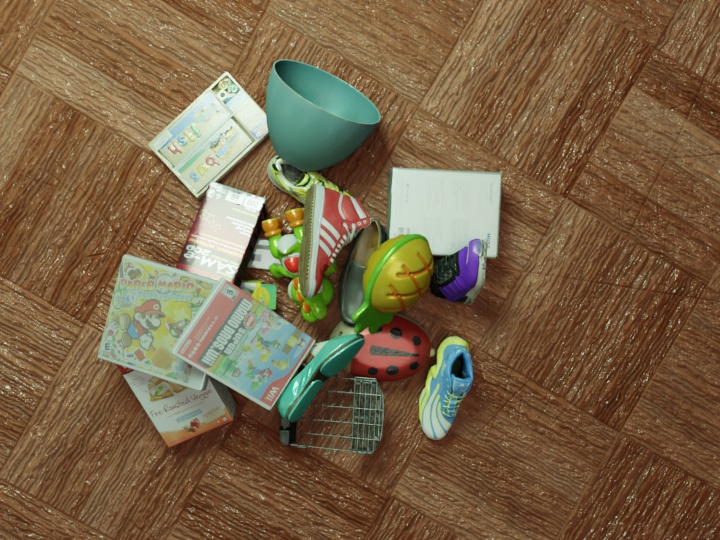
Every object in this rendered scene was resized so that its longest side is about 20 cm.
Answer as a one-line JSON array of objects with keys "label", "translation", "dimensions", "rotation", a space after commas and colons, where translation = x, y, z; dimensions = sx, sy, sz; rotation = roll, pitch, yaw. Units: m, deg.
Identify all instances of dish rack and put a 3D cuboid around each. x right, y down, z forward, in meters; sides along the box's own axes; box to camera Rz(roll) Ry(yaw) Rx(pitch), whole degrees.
[{"label": "dish rack", "translation": [-0.055, 0.258, 1.122], "dimensions": [0.199, 0.055, 0.154], "rotation": [4, 94, 8]}]

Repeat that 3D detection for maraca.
[{"label": "maraca", "translation": [0.053, 0.025, 1.043], "dimensions": [0.107, 0.137, 0.200], "rotation": [40, 107, 35]}]

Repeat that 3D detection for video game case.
[{"label": "video game case", "translation": [-0.329, 0.086, 1.018], "dimensions": [0.199, 0.023, 0.183], "rotation": [15, 91, 12]}, {"label": "video game case", "translation": [-0.189, 0.124, 1.007], "dimensions": [0.200, 0.017, 0.143], "rotation": [38, 80, -27]}]

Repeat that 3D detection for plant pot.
[{"label": "plant pot", "translation": [-0.083, -0.253, 1.059], "dimensions": [0.200, 0.200, 0.135], "rotation": [28, 120, -4]}]

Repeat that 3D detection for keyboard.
[{"label": "keyboard", "translation": [-0.196, -0.032, 1.141], "dimensions": [0.199, 0.011, 0.057], "rotation": [6, 98, -3]}]

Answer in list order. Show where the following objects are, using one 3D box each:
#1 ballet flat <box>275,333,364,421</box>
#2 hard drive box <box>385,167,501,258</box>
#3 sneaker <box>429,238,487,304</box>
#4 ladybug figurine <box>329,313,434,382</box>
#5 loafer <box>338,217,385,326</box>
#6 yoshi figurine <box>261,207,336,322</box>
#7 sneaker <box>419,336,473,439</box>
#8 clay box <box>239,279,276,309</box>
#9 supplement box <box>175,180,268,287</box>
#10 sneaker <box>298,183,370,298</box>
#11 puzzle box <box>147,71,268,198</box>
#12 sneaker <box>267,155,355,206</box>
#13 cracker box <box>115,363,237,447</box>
[{"label": "ballet flat", "translation": [-0.080, 0.171, 1.069], "dimensions": [0.200, 0.067, 0.070], "rotation": [-48, 60, -2]}, {"label": "hard drive box", "translation": [0.150, -0.104, 1.120], "dimensions": [0.199, 0.077, 0.157], "rotation": [3, 93, -3]}, {"label": "sneaker", "translation": [0.163, 0.005, 1.075], "dimensions": [0.099, 0.200, 0.070], "rotation": [9, 64, 3]}, {"label": "ladybug figurine", "translation": [0.041, 0.143, 1.130], "dimensions": [0.199, 0.072, 0.136], "rotation": [3, 93, -3]}, {"label": "loafer", "translation": [0.000, 0.000, 1.101], "dimensions": [0.072, 0.072, 0.201], "rotation": [9, 80, 2]}, {"label": "yoshi figurine", "translation": [-0.104, -0.007, 1.109], "dimensions": [0.112, 0.112, 0.201], "rotation": [-19, 91, -32]}, {"label": "sneaker", "translation": [0.158, 0.223, 1.124], "dimensions": [0.075, 0.105, 0.201], "rotation": [10, 92, -3]}, {"label": "clay box", "translation": [-0.255, 0.074, 1.122], "dimensions": [0.199, 0.048, 0.115], "rotation": [3, 95, -5]}, {"label": "supplement box", "translation": [-0.248, -0.046, 1.082], "dimensions": [0.108, 0.061, 0.201], "rotation": [17, 76, 0]}, {"label": "sneaker", "translation": [-0.043, -0.045, 1.043], "dimensions": [0.112, 0.071, 0.201], "rotation": [11, 73, -22]}, {"label": "puzzle box", "translation": [-0.270, -0.246, 1.116], "dimensions": [0.200, 0.025, 0.133], "rotation": [-44, 95, 0]}, {"label": "sneaker", "translation": [-0.083, -0.139, 1.106], "dimensions": [0.200, 0.076, 0.076], "rotation": [29, 89, -5]}, {"label": "cracker box", "translation": [-0.329, 0.203, 1.095], "dimensions": [0.134, 0.058, 0.201], "rotation": [-24, 107, 5]}]
